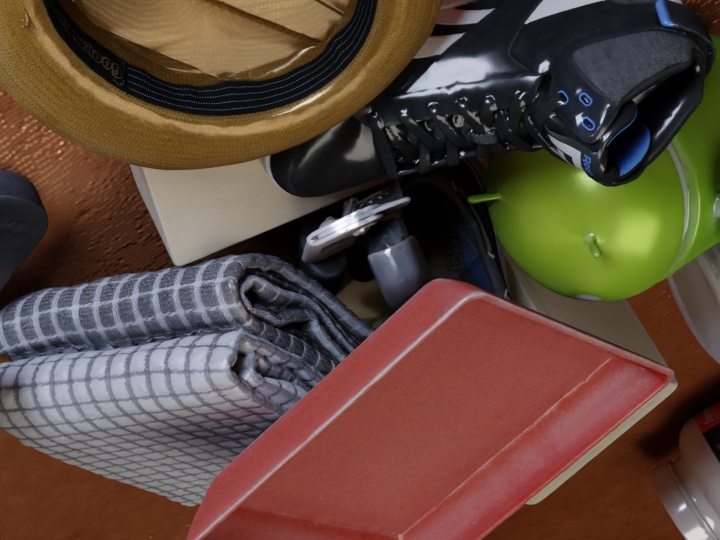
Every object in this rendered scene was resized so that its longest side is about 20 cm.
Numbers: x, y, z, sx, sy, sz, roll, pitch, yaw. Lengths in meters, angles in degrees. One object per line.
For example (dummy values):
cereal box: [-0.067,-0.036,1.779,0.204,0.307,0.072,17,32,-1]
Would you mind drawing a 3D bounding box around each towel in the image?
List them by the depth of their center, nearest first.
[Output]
towel: [-0.074,0.057,0.952,0.165,0.086,0.200,-11,157,29]

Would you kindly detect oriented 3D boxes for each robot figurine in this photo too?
robot figurine: [0.145,-0.056,0.949,0.200,0.175,0.116,-29,132,-43]

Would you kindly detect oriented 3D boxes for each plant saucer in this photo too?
plant saucer: [0.033,0.082,0.904,0.200,0.037,0.200,-43,146,20]

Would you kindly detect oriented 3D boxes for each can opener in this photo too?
can opener: [0.000,0.000,0.923,0.053,0.067,0.200,-24,174,-6]

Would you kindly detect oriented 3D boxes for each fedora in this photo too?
fedora: [-0.065,-0.134,0.731,0.199,0.082,0.201,-8,133,-8]

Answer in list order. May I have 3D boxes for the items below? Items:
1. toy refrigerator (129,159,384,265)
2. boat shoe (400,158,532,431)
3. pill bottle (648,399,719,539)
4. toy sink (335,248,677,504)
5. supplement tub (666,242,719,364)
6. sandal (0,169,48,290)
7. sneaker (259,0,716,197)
toy refrigerator: [-0.015,-0.085,0.865,0.199,0.070,0.076,-24,141,-8]
boat shoe: [0.058,0.033,0.984,0.068,0.201,0.057,-13,-170,21]
pill bottle: [0.324,0.134,1.385,0.200,0.113,0.112,-34,148,9]
toy sink: [0.075,0.056,1.087,0.130,0.112,0.200,-43,145,21]
supplement tub: [0.293,-0.028,1.124,0.199,0.123,0.123,-25,148,-4]
sandal: [-0.220,0.032,0.895,0.076,0.043,0.200,5,135,-41]
sneaker: [0.057,-0.068,0.782,0.199,0.112,0.073,-29,141,1]
